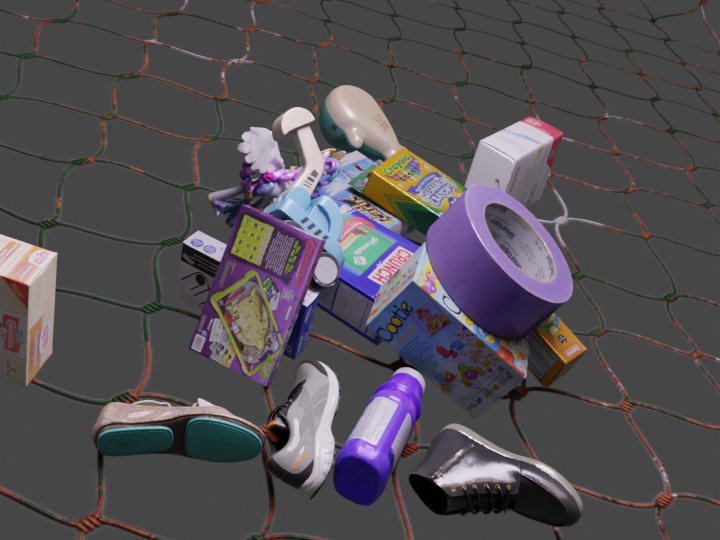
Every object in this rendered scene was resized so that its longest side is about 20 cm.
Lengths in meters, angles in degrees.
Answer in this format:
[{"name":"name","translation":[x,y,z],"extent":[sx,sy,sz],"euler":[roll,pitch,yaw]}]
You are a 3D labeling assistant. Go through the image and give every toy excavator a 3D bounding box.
[{"name":"toy excavator","translation":[-0.080,-0.095,1.302],"extent":[0.194,0.099,0.202],"euler":[42,62,-18]}]

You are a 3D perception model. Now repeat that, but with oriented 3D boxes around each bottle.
[{"name":"bottle","translation":[0.029,0.193,1.144],"extent":[0.064,0.085,0.201],"euler":[22,35,10]}]

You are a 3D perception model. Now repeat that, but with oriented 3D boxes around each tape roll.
[{"name":"tape roll","translation":[0.188,-0.013,1.266],"extent":[0.198,0.085,0.202],"euler":[30,35,-24]}]

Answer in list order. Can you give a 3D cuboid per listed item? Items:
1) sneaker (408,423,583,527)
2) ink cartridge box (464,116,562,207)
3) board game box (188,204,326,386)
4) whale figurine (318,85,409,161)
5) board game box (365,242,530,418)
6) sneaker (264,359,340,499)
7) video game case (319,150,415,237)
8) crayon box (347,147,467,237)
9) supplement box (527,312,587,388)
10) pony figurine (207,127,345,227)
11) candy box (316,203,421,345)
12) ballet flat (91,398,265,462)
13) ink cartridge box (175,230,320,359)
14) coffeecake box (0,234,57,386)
[{"name":"sneaker","translation":[0.158,0.269,1.112],"extent":[0.197,0.076,0.106],"euler":[23,38,25]},{"name":"ink cartridge box","translation":[0.278,-0.183,1.730],"extent":[0.085,0.150,0.199],"euler":[33,36,25]},{"name":"board game box","translation":[-0.134,0.032,1.209],"extent":[0.118,0.203,0.032],"euler":[24,6,15]},{"name":"whale figurine","translation":[0.004,-0.254,1.781],"extent":[0.200,0.104,0.160],"euler":[43,34,-5]},{"name":"board game box","translation":[0.121,0.080,1.259],"extent":[0.199,0.105,0.104],"euler":[40,32,-10]},{"name":"sneaker","translation":[-0.072,0.174,1.121],"extent":[0.078,0.074,0.202],"euler":[27,31,-17]},{"name":"video game case","translation":[0.005,-0.123,1.619],"extent":[0.199,0.046,0.180],"euler":[35,39,25]},{"name":"crayon box","translation":[0.092,-0.135,1.587],"extent":[0.198,0.052,0.126],"euler":[34,37,12]},{"name":"supplement box","translation":[0.234,0.069,1.364],"extent":[0.066,0.069,0.201],"euler":[-24,68,-43]},{"name":"pony figurine","translation":[-0.134,-0.132,1.437],"extent":[0.192,0.197,0.169],"euler":[-30,99,-58]},{"name":"candy box","translation":[0.000,0.000,1.411],"extent":[0.198,0.078,0.168],"euler":[32,39,20]},{"name":"ballet flat","translation":[-0.208,0.177,1.083],"extent":[0.196,0.069,0.068],"euler":[8,27,-16]},{"name":"ink cartridge box","translation":[-0.157,0.033,1.281],"extent":[0.197,0.095,0.044],"euler":[26,35,14]},{"name":"coffeecake box","translation":[-0.464,0.029,1.099],"extent":[0.196,0.156,0.074],"euler":[17,34,2]}]
